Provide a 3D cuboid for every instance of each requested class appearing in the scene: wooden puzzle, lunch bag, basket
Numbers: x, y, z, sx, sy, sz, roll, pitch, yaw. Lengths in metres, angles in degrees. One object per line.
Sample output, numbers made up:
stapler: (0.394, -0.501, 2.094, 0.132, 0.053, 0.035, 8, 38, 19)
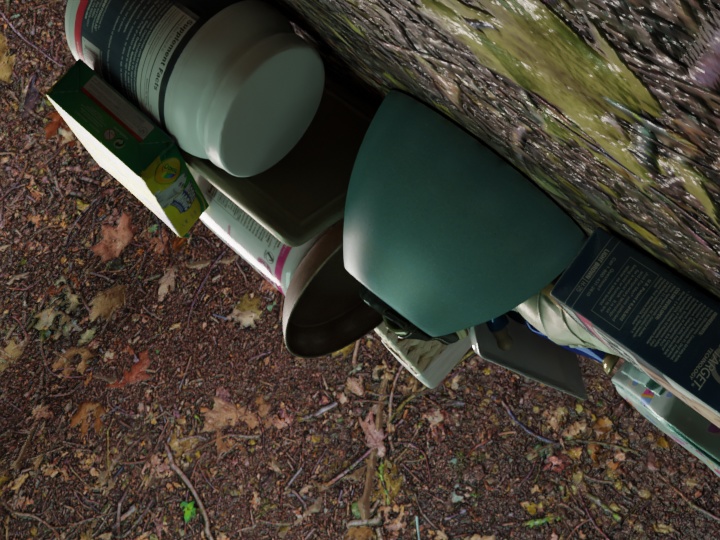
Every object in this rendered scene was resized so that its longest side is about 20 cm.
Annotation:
wooden puzzle: (-0.057, -0.110, 1.021, 0.184, 0.199, 0.038, 38, 142, 26)
lunch bag: (0.317, 0.129, 1.023, 0.160, 0.077, 0.200, 39, -179, -6)
basket: (0.088, 0.014, 1.356, 0.123, 0.200, 0.135, 41, 179, -29)

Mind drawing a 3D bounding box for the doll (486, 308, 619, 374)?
doll: (0.161, 0.023, 1.061, 0.199, 0.138, 0.048, 32, -142, 17)

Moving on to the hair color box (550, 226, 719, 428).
hair color box: (0.228, 0.059, 0.737, 0.200, 0.061, 0.100, 38, -178, 37)

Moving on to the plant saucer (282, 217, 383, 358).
plant saucer: (0.000, 0.000, 1.057, 0.035, 0.200, 0.200, 47, -175, 23)

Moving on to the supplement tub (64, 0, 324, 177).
supplement tub: (-0.141, -0.185, 0.953, 0.199, 0.141, 0.140, 38, -178, 23)

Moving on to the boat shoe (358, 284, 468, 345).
boat shoe: (0.048, 0.031, 1.070, 0.074, 0.064, 0.200, 58, -174, 30)

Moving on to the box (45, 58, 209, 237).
box: (-0.201, -0.100, 1.013, 0.117, 0.048, 0.200, 41, 168, 11)

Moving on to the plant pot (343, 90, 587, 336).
plant pot: (0.063, -0.028, 0.900, 0.199, 0.135, 0.200, 37, -179, -1)

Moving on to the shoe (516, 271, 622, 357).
shoe: (0.177, 0.027, 0.961, 0.069, 0.054, 0.200, -14, -146, -29)

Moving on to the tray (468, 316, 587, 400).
tray: (0.166, 0.069, 1.167, 0.199, 0.022, 0.109, 24, -133, -44)

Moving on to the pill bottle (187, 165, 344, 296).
pill bottle: (-0.093, -0.067, 1.105, 0.200, 0.114, 0.113, 40, -177, 27)
